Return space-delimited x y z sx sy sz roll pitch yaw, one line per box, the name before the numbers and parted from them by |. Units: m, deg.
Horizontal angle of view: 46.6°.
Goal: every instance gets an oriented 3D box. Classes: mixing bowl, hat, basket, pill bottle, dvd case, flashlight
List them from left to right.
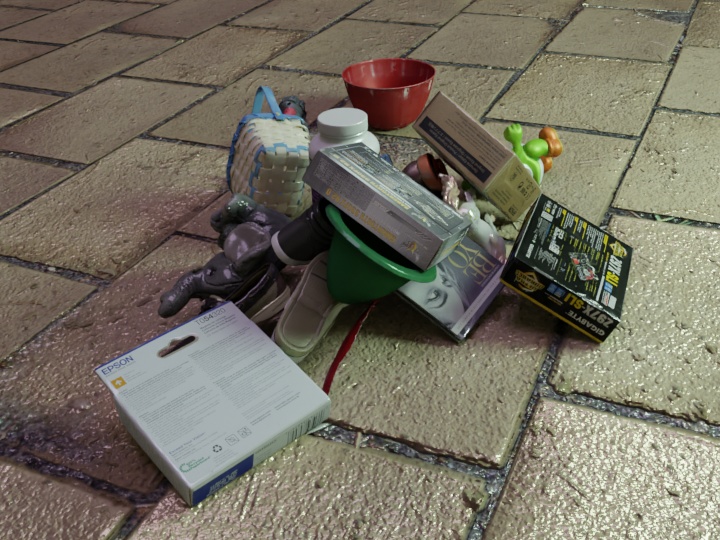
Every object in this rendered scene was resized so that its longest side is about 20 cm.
basket | -0.163 -0.195 1.442 0.137 0.178 0.201 -3 41 -30
flashlight | -0.158 -0.307 1.722 0.067 0.069 0.201 -2 32 7
pill bottle | -0.023 -0.143 1.303 0.110 0.203 0.113 -2 30 1
hat | -0.017 0.030 1.071 0.165 0.177 0.199 38 20 15
mixing bowl | 0.061 -0.363 1.754 0.196 0.110 0.201 -3 31 2
dvd case | 0.096 -0.011 1.145 0.199 0.016 0.149 38 54 10

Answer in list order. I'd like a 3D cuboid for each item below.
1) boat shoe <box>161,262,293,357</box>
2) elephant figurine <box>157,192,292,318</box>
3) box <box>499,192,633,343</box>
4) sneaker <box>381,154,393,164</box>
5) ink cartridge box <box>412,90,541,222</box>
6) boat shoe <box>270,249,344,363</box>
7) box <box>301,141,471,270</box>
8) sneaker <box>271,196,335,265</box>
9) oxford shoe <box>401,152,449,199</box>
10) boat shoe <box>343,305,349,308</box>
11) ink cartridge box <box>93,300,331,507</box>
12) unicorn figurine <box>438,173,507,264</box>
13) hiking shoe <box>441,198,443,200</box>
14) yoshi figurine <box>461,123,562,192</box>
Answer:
boat shoe | -0.179 0.060 1.079 0.199 0.066 0.073 -36 20 -29
elephant figurine | -0.167 0.000 1.172 0.154 0.141 0.201 -35 27 29
box | 0.286 -0.010 1.145 0.158 0.050 0.200 32 37 2
sneaker | 0.030 -0.136 1.429 0.077 0.076 0.200 -14 23 -2
ink cartridge box | 0.186 -0.173 1.312 0.165 0.075 0.200 45 9 25
boat shoe | -0.062 0.046 1.092 0.074 0.069 0.200 39 47 0
box | 0.040 -0.089 1.095 0.199 0.049 0.158 36 22 10
sneaker | -0.032 -0.059 1.176 0.099 0.071 0.199 -33 -9 29
oxford shoe | 0.106 -0.141 1.365 0.072 0.072 0.200 -22 -15 16
boat shoe | 0.002 0.002 1.191 0.201 0.060 0.072 -37 75 -20
ink cartridge box | -0.169 0.143 0.957 0.195 0.044 0.199 -27 52 -34
unicorn figurine | 0.186 -0.051 1.230 0.198 0.074 0.138 28 26 -19
hiking shoe | 0.102 -0.050 1.277 0.085 0.076 0.200 -6 20 10
yoshi figurine | 0.250 -0.201 1.482 0.198 0.114 0.112 -21 19 -24
